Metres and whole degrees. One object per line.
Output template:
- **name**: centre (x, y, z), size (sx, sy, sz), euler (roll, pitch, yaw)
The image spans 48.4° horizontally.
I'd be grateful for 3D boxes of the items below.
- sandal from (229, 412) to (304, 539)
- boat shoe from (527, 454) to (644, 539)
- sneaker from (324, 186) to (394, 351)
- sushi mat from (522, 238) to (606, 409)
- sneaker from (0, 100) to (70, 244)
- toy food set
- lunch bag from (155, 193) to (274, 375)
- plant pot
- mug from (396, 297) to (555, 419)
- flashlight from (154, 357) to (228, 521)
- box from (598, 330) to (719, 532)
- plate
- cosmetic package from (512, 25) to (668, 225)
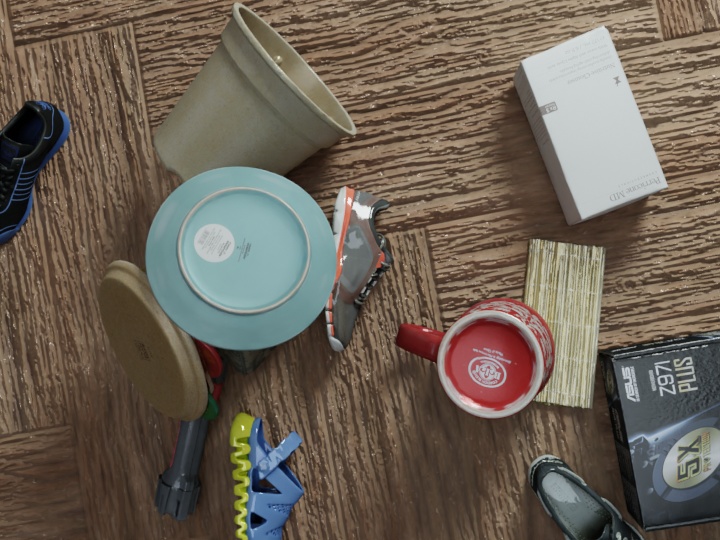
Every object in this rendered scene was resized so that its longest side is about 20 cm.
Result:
- **sandal**: centre (-0.109, 0.274, 0.976), size (0.086, 0.079, 0.202), euler (-4, 89, 2)
- **boat shoe**: centre (0.275, 0.306, 0.944), size (0.200, 0.060, 0.076), euler (42, 92, 5)
- **sneaker**: centre (0.000, 0.000, 0.976), size (0.081, 0.077, 0.202), euler (6, 89, -1)
- **sushi mat**: centre (0.244, 0.066, 0.979), size (0.095, 0.012, 0.202), euler (5, 89, 5)
- **sneaker**: centre (-0.446, -0.127, 1.018), size (0.070, 0.078, 0.201), euler (28, 91, 6)
- **toy food set**: centre (-0.219, 0.078, 0.877), size (0.048, 0.197, 0.201), euler (-29, 93, -35)
- **lunch bag**: centre (-0.152, 0.004, 0.922), size (0.167, 0.200, 0.140), euler (38, 72, 9)
- **plant pot**: centre (-0.137, -0.174, 0.949), size (0.183, 0.200, 0.201), euler (-42, 85, 15)
- **mug**: centre (0.130, 0.104, 0.890), size (0.176, 0.200, 0.135), euler (-17, 85, 11)
- **flashlight**: centre (-0.215, 0.199, 0.996), size (0.067, 0.068, 0.202), euler (14, 95, 14)
- **box**: centre (0.380, 0.180, 0.925), size (0.162, 0.086, 0.202), euler (-10, 87, 6)
- **plate**: centre (-0.119, -0.019, 0.819), size (0.198, 0.026, 0.202), euler (4, 72, -12)
- **cosmetic package**: centre (0.269, -0.166, 0.950), size (0.112, 0.081, 0.202), euler (-22, 85, 2)
